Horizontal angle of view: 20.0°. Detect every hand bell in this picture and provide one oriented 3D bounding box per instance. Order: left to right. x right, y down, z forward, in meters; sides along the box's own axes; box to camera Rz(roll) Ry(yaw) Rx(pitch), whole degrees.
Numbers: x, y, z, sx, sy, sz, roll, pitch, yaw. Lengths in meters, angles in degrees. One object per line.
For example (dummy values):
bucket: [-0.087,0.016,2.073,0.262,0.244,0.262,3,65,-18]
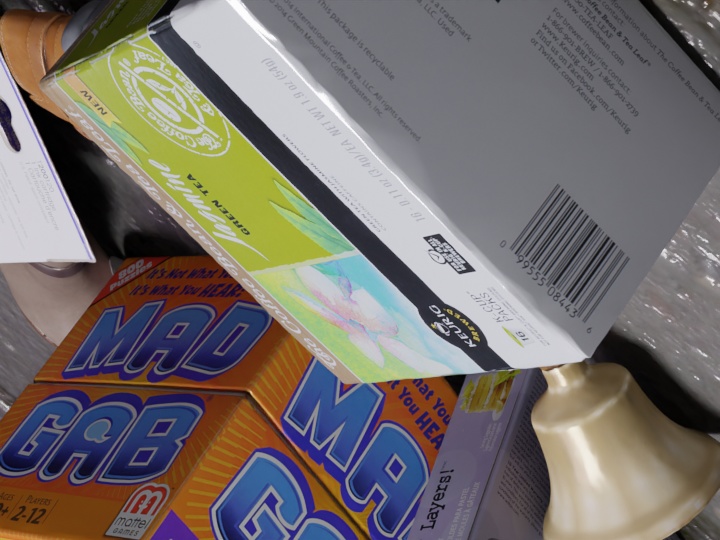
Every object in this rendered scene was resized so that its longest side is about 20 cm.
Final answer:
hand bell: [0.092,0.034,1.008,0.104,0.104,0.201,-2,123,57]

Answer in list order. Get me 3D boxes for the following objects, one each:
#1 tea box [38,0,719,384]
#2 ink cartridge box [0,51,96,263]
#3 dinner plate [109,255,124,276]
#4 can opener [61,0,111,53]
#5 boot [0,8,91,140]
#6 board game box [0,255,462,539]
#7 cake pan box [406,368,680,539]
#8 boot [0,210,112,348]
tea box: [0.008,-0.068,0.837,0.200,0.134,0.196,45,157,-17]
ink cartridge box: [-0.243,-0.095,1.185,0.199,0.043,0.199,0,120,43]
dinner plate: [-0.108,0.075,1.331,0.201,0.024,0.200,63,178,4]
can opener: [-0.050,-0.062,0.949,0.200,0.067,0.053,37,162,-23]
boot: [-0.125,-0.114,1.044,0.155,0.077,0.200,28,163,31]
board game box: [-0.069,0.131,1.127,0.199,0.200,0.200,-1,136,48]
cake pan box: [0.102,0.177,1.098,0.052,0.185,0.200,-10,133,39]
boot: [-0.196,-0.008,1.313,0.200,0.070,0.146,48,167,-5]
